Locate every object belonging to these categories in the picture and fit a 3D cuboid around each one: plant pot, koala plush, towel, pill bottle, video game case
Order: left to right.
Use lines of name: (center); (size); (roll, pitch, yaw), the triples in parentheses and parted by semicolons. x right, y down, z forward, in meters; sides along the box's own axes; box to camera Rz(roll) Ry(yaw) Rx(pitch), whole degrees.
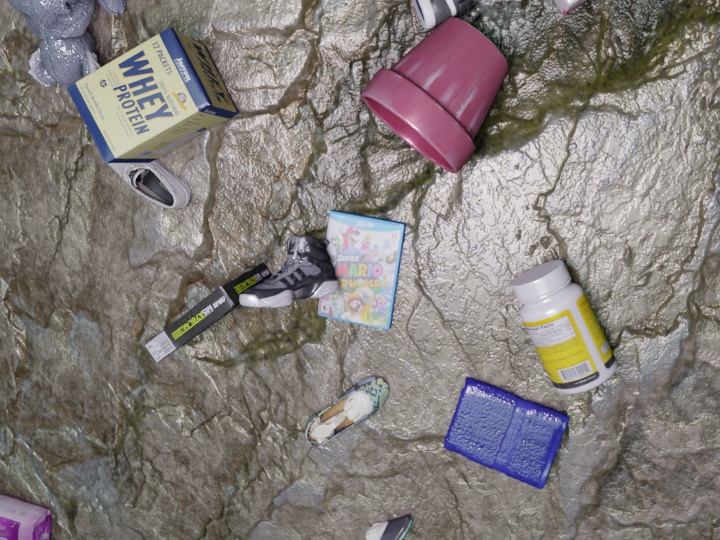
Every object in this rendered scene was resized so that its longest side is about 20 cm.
koala plush: (-0.532, -0.425, 1.241); (0.175, 0.184, 0.203); (10, 118, 12)
video game case: (0.000, 0.000, 1.276); (0.141, 0.018, 0.203); (11, 106, 12)
plant pot: (0.130, -0.283, 1.093); (0.199, 0.200, 0.180); (39, 94, 2)
towel: (0.264, 0.294, 1.268); (0.198, 0.050, 0.149); (20, 101, 9)
pill bottle: (0.338, 0.093, 1.161); (0.113, 0.114, 0.202); (-25, 96, 19)

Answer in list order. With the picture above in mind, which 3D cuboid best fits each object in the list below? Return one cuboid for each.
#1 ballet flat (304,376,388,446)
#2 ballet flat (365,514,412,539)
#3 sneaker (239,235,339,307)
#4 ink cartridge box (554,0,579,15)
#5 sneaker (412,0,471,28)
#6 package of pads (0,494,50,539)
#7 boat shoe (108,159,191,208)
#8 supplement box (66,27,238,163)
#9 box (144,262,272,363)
ballet flat: (-0.029, 0.277, 1.325); (0.199, 0.074, 0.074); (-40, 92, 19)
ballet flat: (0.031, 0.554, 1.378); (0.072, 0.073, 0.202); (28, 111, 6)
sneaker: (-0.129, -0.001, 1.216); (0.075, 0.198, 0.116); (-2, 97, 52)
ink cartridge box: (0.363, -0.469, 0.999); (0.199, 0.147, 0.083); (-33, 94, 18)
sneaker: (0.121, -0.496, 1.105); (0.111, 0.073, 0.202); (-19, 89, -1)
package of pads: (-0.817, 0.590, 1.601); (0.197, 0.076, 0.122); (11, 107, 12)
boat shoe: (-0.416, -0.180, 1.314); (0.199, 0.066, 0.072); (39, 110, 2)
supplement box: (-0.344, -0.289, 1.184); (0.198, 0.200, 0.135); (-27, 96, 8)
box: (-0.273, 0.074, 1.273); (0.199, 0.193, 0.048); (-35, 90, 18)
